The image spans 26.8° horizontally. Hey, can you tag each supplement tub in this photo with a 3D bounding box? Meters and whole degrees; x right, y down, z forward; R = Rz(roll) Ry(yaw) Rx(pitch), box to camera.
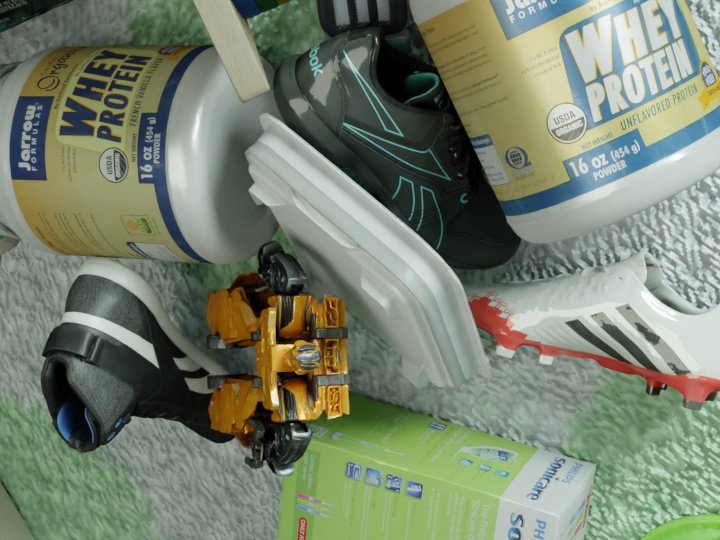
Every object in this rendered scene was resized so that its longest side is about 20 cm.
[{"bbox_3d":[0.115,-0.131,0.865,0.145,0.145,0.200,-22,98,31],"label":"supplement tub"},{"bbox_3d":[-0.160,-0.080,1.022,0.200,0.144,0.145,3,109,25],"label":"supplement tub"}]

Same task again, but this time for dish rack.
[{"bbox_3d":[0.000,0.000,0.940,0.044,0.200,0.172,-44,66,-9],"label":"dish rack"}]

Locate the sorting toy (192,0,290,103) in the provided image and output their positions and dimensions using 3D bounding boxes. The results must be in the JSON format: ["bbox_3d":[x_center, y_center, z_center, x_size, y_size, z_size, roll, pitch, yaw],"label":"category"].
[{"bbox_3d":[-0.088,-0.230,0.879,0.069,0.199,0.200,-23,121,2],"label":"sorting toy"}]

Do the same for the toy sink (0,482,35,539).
[{"bbox_3d":[-0.374,0.214,1.246,0.112,0.130,0.200,-29,95,32],"label":"toy sink"}]

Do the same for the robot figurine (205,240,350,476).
[{"bbox_3d":[-0.056,0.056,0.980,0.200,0.058,0.145,171,98,-69],"label":"robot figurine"}]

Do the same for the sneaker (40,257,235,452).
[{"bbox_3d":[-0.159,0.092,1.057,0.073,0.112,0.200,3,144,34],"label":"sneaker"}]

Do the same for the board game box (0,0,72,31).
[{"bbox_3d":[-0.297,-0.164,1.066,0.200,0.135,0.028,-16,104,31],"label":"board game box"}]

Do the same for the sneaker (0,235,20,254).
[{"bbox_3d":[-0.321,-0.092,1.109,0.200,0.071,0.080,38,166,30],"label":"sneaker"}]

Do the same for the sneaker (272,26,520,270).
[{"bbox_3d":[0.039,-0.071,0.919,0.079,0.075,0.200,-32,125,32],"label":"sneaker"}]

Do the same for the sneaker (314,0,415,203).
[{"bbox_3d":[0.009,-0.135,0.975,0.074,0.088,0.200,-1,132,0],"label":"sneaker"}]

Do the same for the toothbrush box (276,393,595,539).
[{"bbox_3d":[0.048,0.186,1.049,0.200,0.086,0.146,14,113,22],"label":"toothbrush box"}]

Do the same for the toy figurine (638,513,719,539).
[{"bbox_3d":[0.223,0.244,0.926,0.150,0.184,0.200,49,121,3],"label":"toy figurine"}]

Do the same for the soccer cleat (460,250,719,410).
[{"bbox_3d":[0.148,0.023,0.956,0.200,0.069,0.085,17,101,21],"label":"soccer cleat"}]
